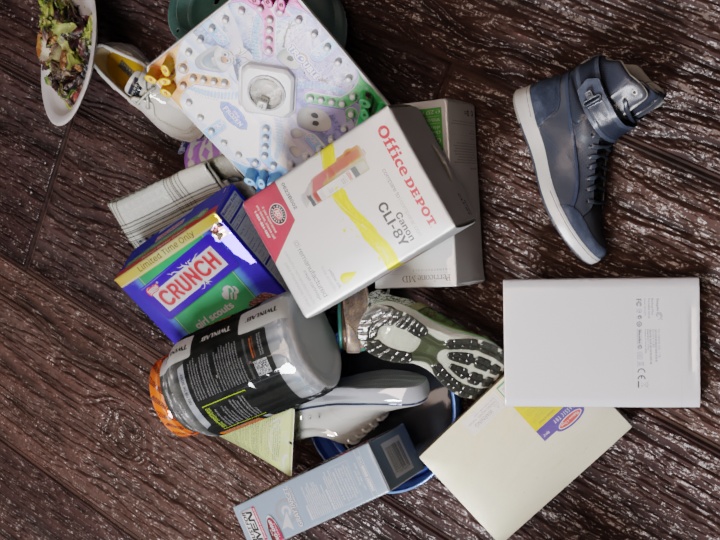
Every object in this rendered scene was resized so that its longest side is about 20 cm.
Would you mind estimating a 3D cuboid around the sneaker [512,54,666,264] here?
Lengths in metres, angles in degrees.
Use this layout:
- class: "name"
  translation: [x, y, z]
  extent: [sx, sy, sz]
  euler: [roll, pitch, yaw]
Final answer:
- class: "sneaker"
  translation: [0.254, -0.121, 1.082]
  extent: [0.145, 0.077, 0.204]
  euler: [-21, 83, 29]

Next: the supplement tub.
- class: "supplement tub"
  translation: [-0.131, 0.111, 1.183]
  extent: [0.198, 0.122, 0.124]
  euler: [-23, 84, 21]

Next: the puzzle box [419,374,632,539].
- class: "puzzle box"
  translation: [0.179, 0.184, 1.144]
  extent: [0.200, 0.025, 0.133]
  euler: [-45, 85, 14]

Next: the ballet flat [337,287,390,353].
- class: "ballet flat"
  translation: [0.000, 0.000, 1.219]
  extent: [0.066, 0.068, 0.202]
  euler: [-6, 69, -1]

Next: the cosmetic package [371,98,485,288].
- class: "cosmetic package"
  translation: [0.072, -0.083, 1.172]
  extent: [0.107, 0.085, 0.202]
  euler: [-4, 91, 29]

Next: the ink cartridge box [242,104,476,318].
- class: "ink cartridge box"
  translation: [-0.001, -0.064, 1.106]
  extent: [0.199, 0.083, 0.146]
  euler: [-31, 87, 23]

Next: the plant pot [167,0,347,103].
- class: "plant pot"
  translation: [-0.134, -0.279, 1.195]
  extent: [0.199, 0.134, 0.202]
  euler: [-14, 63, 29]

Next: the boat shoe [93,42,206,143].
- class: "boat shoe"
  translation: [-0.270, -0.229, 1.341]
  extent: [0.200, 0.070, 0.071]
  euler: [42, 110, 18]

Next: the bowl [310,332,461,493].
- class: "bowl"
  translation: [0.027, 0.159, 1.237]
  extent: [0.199, 0.039, 0.203]
  euler: [2, 95, 26]

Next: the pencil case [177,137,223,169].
- class: "pencil case"
  translation: [-0.119, -0.150, 1.269]
  extent: [0.198, 0.086, 0.084]
  euler: [-16, 124, 27]

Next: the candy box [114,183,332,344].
- class: "candy box"
  translation: [-0.161, 0.026, 1.254]
  extent: [0.168, 0.077, 0.200]
  euler: [-30, 110, 25]

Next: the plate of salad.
- class: "plate of salad"
  translation: [-0.392, -0.291, 1.373]
  extent: [0.199, 0.048, 0.202]
  euler: [-11, 77, 53]

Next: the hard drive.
- class: "hard drive"
  translation: [0.249, 0.075, 1.093]
  extent: [0.198, 0.025, 0.134]
  euler: [-1, 92, 9]

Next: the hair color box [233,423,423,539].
- class: "hair color box"
  translation: [-0.037, 0.248, 1.199]
  extent: [0.199, 0.099, 0.061]
  euler: [-30, 81, 25]

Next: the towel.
- class: "towel"
  translation: [-0.189, -0.035, 1.289]
  extent: [0.198, 0.035, 0.194]
  euler: [-19, 113, 26]

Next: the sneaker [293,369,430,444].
- class: "sneaker"
  translation: [-0.003, 0.159, 1.199]
  extent: [0.198, 0.073, 0.072]
  euler: [-10, 98, 36]

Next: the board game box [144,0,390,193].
- class: "board game box"
  translation: [-0.102, -0.191, 1.135]
  extent: [0.199, 0.026, 0.200]
  euler: [-29, 118, 30]

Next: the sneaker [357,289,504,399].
- class: "sneaker"
  translation: [0.086, 0.070, 1.160]
  extent: [0.199, 0.089, 0.077]
  euler: [27, 116, -19]

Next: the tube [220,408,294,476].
- class: "tube"
  translation: [-0.131, 0.188, 1.265]
  extent: [0.199, 0.052, 0.058]
  euler: [6, 136, 56]
